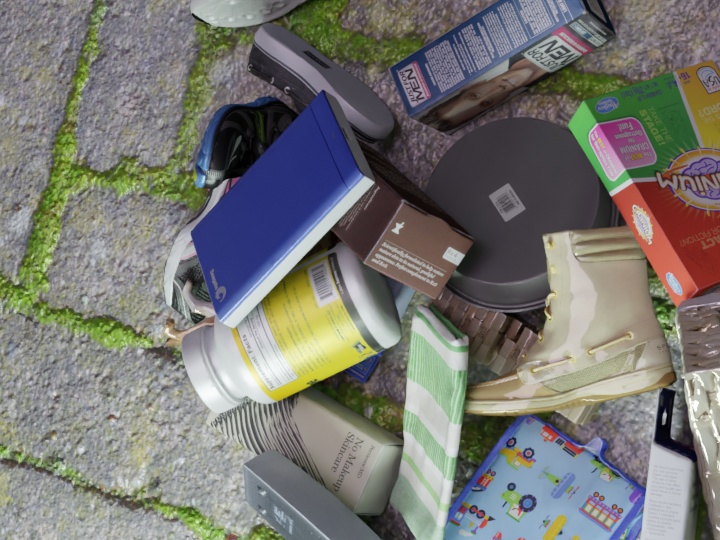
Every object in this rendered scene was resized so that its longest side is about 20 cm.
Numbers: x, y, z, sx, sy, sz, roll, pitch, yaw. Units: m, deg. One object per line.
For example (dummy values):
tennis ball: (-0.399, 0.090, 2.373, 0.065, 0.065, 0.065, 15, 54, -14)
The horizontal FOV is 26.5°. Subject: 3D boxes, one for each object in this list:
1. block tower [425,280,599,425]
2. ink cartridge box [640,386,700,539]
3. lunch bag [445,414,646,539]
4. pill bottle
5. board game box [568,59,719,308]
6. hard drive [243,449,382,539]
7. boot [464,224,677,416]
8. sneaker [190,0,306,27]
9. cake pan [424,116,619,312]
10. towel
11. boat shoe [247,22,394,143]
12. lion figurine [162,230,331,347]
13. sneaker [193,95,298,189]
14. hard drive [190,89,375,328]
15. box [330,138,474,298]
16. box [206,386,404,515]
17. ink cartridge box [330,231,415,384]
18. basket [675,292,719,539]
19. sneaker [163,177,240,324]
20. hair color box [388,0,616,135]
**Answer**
block tower: (0.146, 0.074, 1.459, 0.199, 0.054, 0.058, 34, 98, 28)
ink cartridge box: (0.266, 0.202, 1.296, 0.043, 0.196, 0.202, 8, 88, 16)
lunch bag: (0.167, 0.238, 1.415, 0.150, 0.094, 0.201, 33, 89, 30)
pill bottle: (-0.069, 0.059, 1.483, 0.198, 0.112, 0.113, -26, 72, 12)
board game box: (0.298, -0.079, 1.354, 0.201, 0.152, 0.040, 62, 155, 19)
hard drive: (-0.030, 0.260, 1.479, 0.200, 0.135, 0.042, 40, 69, 15)
boot: (0.172, 0.046, 1.368, 0.198, 0.073, 0.157, -12, 84, 18)
sneaker: (-0.098, -0.358, 1.640, 0.198, 0.080, 0.148, -16, 68, 28)
cake pan: (0.146, -0.060, 1.457, 0.198, 0.037, 0.202, -7, 67, 17)
towel: (0.063, 0.144, 1.414, 0.023, 0.153, 0.202, 6, 100, -14)
boat shoe: (-0.044, -0.185, 1.594, 0.200, 0.068, 0.057, 42, 118, 29)
lion figurine: (-0.116, 0.015, 1.559, 0.121, 0.073, 0.201, 24, 109, -3)
sneaker: (-0.104, -0.126, 1.543, 0.082, 0.199, 0.071, 30, 117, 14)
hard drive: (-0.078, -0.059, 1.438, 0.200, 0.025, 0.133, -45, 42, 20)
box: (0.011, -0.063, 1.445, 0.075, 0.100, 0.200, -57, 38, 9)
box: (-0.053, 0.166, 1.543, 0.199, 0.068, 0.083, 26, 94, 29)
ink cartridge box: (0.000, 0.000, 1.556, 0.119, 0.042, 0.202, 30, 99, 28)
basket: (0.340, 0.127, 1.253, 0.134, 0.124, 0.202, -10, 112, 16)
sneaker: (-0.136, -0.032, 1.609, 0.086, 0.080, 0.202, 26, 96, 27)
hair color box: (0.138, -0.211, 1.476, 0.199, 0.100, 0.061, -29, 72, 22)
